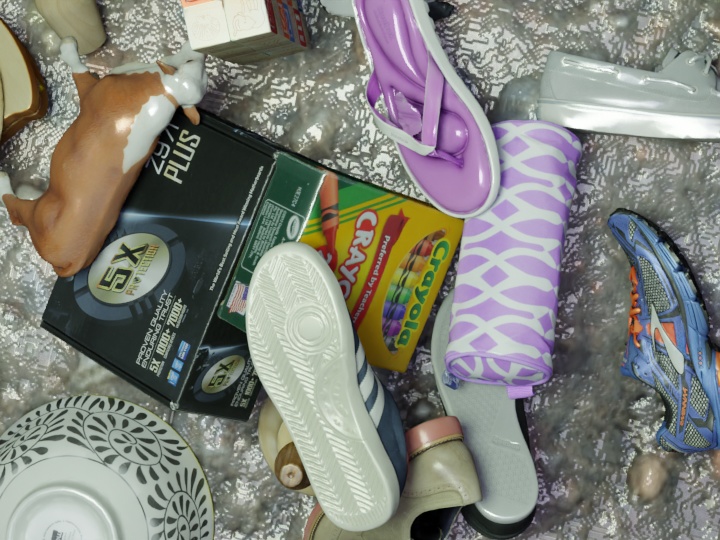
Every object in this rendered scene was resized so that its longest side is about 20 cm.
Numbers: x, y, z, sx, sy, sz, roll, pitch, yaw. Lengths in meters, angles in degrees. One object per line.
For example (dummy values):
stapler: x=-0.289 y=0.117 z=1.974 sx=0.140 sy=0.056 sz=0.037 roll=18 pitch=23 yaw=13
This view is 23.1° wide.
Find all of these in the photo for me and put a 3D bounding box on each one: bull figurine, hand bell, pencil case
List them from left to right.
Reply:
bull figurine: x=-0.188 y=-0.095 z=1.277 sx=0.121 sy=0.065 sz=0.201 roll=41 pitch=103 yaw=41
hand bell: x=-0.040 y=0.132 z=1.283 sx=0.103 sy=0.200 sz=0.105 roll=0 pitch=93 yaw=6
pencil case: x=0.115 y=-0.009 z=1.283 sx=0.084 sy=0.085 sz=0.201 roll=-3 pitch=69 yaw=38

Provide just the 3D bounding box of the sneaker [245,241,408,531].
sneaker: x=-0.019 y=0.073 z=1.201 sx=0.075 sy=0.084 sz=0.201 roll=-13 pitch=99 yaw=20

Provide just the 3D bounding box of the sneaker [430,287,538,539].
sneaker: x=0.092 y=0.113 z=1.338 sx=0.070 sy=0.099 sz=0.201 roll=-7 pitch=61 yaw=-4

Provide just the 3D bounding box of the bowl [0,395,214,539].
bowl: x=-0.219 y=0.203 z=1.358 sx=0.199 sy=0.094 sz=0.202 roll=0 pitch=94 yaw=6

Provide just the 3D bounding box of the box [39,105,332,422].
box: x=-0.126 y=-0.014 z=1.306 sx=0.163 sy=0.086 sz=0.201 roll=27 pitch=97 yaw=38

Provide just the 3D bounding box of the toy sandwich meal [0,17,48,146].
toy sandwich meal: x=-0.339 y=-0.122 z=1.352 sx=0.204 sy=0.070 sz=0.207 roll=-1 pitch=86 yaw=21

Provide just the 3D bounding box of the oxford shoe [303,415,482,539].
oxford shoe: x=0.020 y=0.184 z=1.291 sx=0.070 sy=0.200 sz=0.075 roll=-11 pitch=65 yaw=-35

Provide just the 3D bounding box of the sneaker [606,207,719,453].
sneaker: x=0.225 y=0.049 z=1.318 sx=0.078 sy=0.075 sz=0.201 roll=-22 pitch=89 yaw=10

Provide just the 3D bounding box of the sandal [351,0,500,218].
sandal: x=0.034 y=-0.127 z=1.274 sx=0.082 sy=0.050 sz=0.204 roll=-36 pitch=72 yaw=42

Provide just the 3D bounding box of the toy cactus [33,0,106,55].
toy cactus: x=-0.239 y=-0.230 z=1.315 sx=0.199 sy=0.103 sz=0.166 roll=-6 pitch=132 yaw=25

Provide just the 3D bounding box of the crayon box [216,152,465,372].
crayon box: x=0.000 y=0.000 z=1.280 sx=0.051 sy=0.199 sz=0.128 roll=26 pitch=97 yaw=39

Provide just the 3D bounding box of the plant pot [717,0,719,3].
plant pot: x=0.279 y=-0.283 z=1.241 sx=0.200 sy=0.177 sz=0.200 roll=40 pitch=95 yaw=3

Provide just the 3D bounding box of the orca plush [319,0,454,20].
orca plush: x=0.056 y=-0.258 z=1.316 sx=0.105 sy=0.071 sz=0.200 roll=33 pitch=131 yaw=-31

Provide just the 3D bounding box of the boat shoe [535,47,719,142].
boat shoe: x=0.232 y=-0.132 z=1.314 sx=0.199 sy=0.072 sz=0.069 roll=6 pitch=93 yaw=14

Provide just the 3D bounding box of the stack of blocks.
stack of blocks: x=-0.088 y=-0.215 z=1.270 sx=0.058 sy=0.200 sz=0.116 roll=-12 pitch=93 yaw=7
